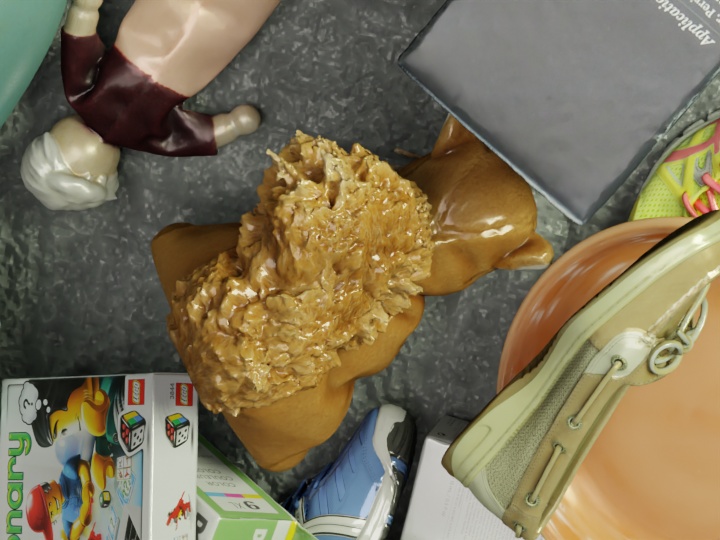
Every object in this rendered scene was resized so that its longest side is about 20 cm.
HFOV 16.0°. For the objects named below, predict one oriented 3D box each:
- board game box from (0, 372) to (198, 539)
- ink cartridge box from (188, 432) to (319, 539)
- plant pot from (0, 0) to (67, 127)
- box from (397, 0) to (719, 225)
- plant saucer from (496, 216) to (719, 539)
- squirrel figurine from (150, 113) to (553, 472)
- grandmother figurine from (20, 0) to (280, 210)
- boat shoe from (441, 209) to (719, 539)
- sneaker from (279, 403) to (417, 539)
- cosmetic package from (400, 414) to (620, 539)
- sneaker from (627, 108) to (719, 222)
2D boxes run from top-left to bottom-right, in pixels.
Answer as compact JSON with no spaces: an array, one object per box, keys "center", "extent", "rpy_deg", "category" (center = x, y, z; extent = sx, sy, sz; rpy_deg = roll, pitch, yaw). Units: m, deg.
[{"center":[-0.136,0.153,1.312],"extent":[0.126,0.035,0.201],"rpy_deg":[-5,82,45],"category":"board game box"},{"center":[-0.097,0.150,1.341],"extent":[0.200,0.059,0.104],"rpy_deg":[37,111,41],"category":"ink cartridge box"},{"center":[-0.242,-0.149,1.301],"extent":[0.200,0.201,0.161],"rpy_deg":[42,97,2],"category":"plant pot"},{"center":[0.137,-0.146,1.201],"extent":[0.117,0.197,0.200],"rpy_deg":[41,108,1],"category":"box"},{"center":[0.163,0.071,1.260],"extent":[0.200,0.037,0.201],"rpy_deg":[5,102,27],"category":"plant saucer"},{"center":[0.000,0.000,1.270],"extent":[0.186,0.200,0.142],"rpy_deg":[-26,85,5],"category":"squirrel figurine"},{"center":[-0.106,-0.106,1.344],"extent":[0.121,0.061,0.200],"rpy_deg":[40,110,-9],"category":"grandmother figurine"},{"center":[0.119,0.050,1.220],"extent":[0.063,0.073,0.201],"rpy_deg":[47,120,7],"category":"boat shoe"},{"center":[-0.036,0.152,1.369],"extent":[0.077,0.076,0.200],"rpy_deg":[32,106,1],"category":"sneaker"},{"center":[0.088,0.194,1.361],"extent":[0.150,0.052,0.201],"rpy_deg":[17,105,11],"category":"cosmetic package"},{"center":[0.201,-0.052,1.261],"extent":[0.078,0.090,0.200],"rpy_deg":[46,109,-1],"category":"sneaker"}]
